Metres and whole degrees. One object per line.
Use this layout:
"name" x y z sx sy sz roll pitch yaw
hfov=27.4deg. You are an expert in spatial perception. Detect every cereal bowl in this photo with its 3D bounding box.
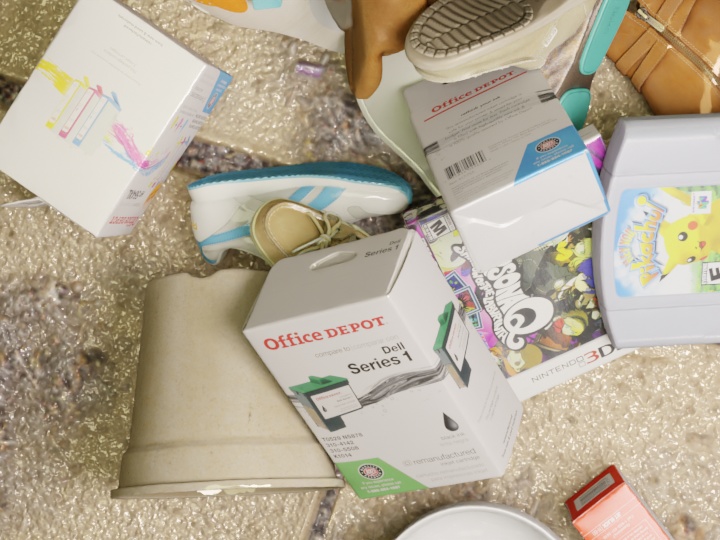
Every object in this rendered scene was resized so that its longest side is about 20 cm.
"cereal bowl" 0.103 0.298 1.297 0.199 0.083 0.201 0 91 5

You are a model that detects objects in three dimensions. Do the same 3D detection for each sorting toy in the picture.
"sorting toy" -0.037 -0.284 1.298 0.179 0.107 0.201 30 94 -16

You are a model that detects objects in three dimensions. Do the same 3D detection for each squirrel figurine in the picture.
"squirrel figurine" 0.066 -0.263 1.196 0.186 0.200 0.142 -17 66 -22

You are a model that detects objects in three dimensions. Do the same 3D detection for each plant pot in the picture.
"plant pot" -0.115 0.099 1.269 0.199 0.200 0.185 -3 80 5

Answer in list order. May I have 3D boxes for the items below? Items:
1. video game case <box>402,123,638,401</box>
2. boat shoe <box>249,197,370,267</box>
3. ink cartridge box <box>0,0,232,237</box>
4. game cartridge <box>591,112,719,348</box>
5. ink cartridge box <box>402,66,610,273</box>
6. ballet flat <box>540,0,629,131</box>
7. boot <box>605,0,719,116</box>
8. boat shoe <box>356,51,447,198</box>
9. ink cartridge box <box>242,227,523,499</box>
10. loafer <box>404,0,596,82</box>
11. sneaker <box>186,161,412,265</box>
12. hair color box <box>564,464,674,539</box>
"video game case" 0.157 0.001 1.272 0.181 0.036 0.201 -24 111 5
"boat shoe" -0.001 0.002 1.234 0.200 0.063 0.073 39 66 -2
"ink cartridge box" -0.225 -0.124 1.290 0.125 0.129 0.201 34 95 3
"game cartridge" 0.260 -0.030 1.233 0.132 0.041 0.201 -2 111 -2
"ink cartridge box" 0.112 -0.099 1.195 0.116 0.200 0.068 -24 126 6
"ballet flat" 0.172 -0.172 1.286 0.067 0.068 0.201 32 108 32
"boot" 0.265 -0.152 1.277 0.155 0.077 0.201 36 105 10
"boat shoe" 0.060 -0.130 1.302 0.073 0.062 0.200 -37 87 22
"ink cartridge box" 0.019 0.079 1.188 0.145 0.085 0.200 -15 123 31
"loafer" 0.119 -0.190 1.177 0.199 0.069 0.076 -28 50 -27
"sneaker" -0.051 -0.050 1.310 0.199 0.077 0.081 -4 103 9
"hair color box" 0.262 0.270 1.274 0.061 0.102 0.200 -39 88 4
